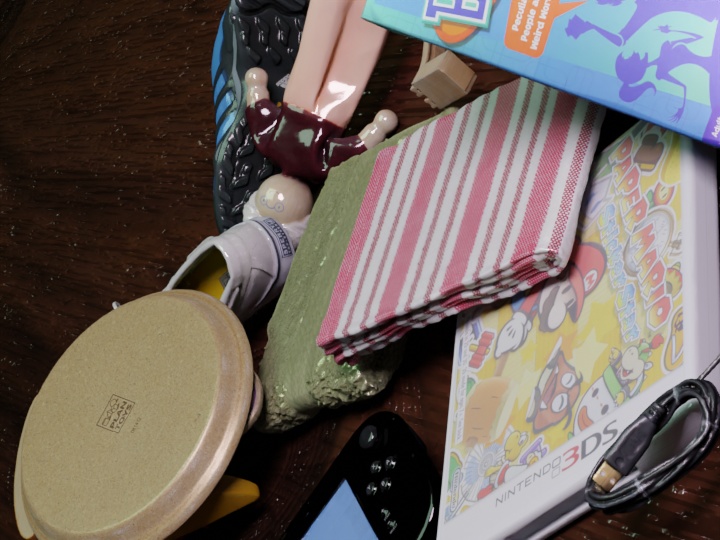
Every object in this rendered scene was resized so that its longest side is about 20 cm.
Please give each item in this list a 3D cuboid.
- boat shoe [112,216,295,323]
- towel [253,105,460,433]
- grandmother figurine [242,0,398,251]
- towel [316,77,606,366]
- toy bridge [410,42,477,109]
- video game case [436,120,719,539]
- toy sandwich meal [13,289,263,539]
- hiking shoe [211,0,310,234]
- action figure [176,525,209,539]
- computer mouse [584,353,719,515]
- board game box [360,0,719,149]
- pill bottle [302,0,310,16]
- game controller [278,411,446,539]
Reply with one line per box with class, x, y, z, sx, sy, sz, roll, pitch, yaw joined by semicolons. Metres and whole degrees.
boat shoe;-0.127;0.040;1.262;0.202;0.086;0.075;-43;72;41
towel;0.000;0.000;1.133;0.148;0.036;0.202;-25;40;54
grandmother figurine;-0.034;-0.107;1.259;0.121;0.060;0.202;24;100;37
towel;0.059;-0.034;0.994;0.199;0.030;0.147;-24;39;47
toy bridge;0.076;-0.185;1.175;0.067;0.027;0.201;-25;35;55
video game case;0.103;0.031;0.890;0.182;0.023;0.201;-40;30;41
toy sandwich meal;-0.136;0.107;1.159;0.204;0.070;0.207;-21;50;27
hiking shoe;-0.073;-0.111;1.343;0.087;0.074;0.203;178;99;-74
action figure;-0.131;0.167;1.202;0.065;0.051;0.202;-42;33;50
computer mouse;0.151;0.014;0.755;0.201;0.034;0.059;-54;29;-4
board game box;0.114;-0.158;0.871;0.199;0.045;0.154;22;97;27
pill bottle;-0.016;-0.244;1.353;0.199;0.113;0.115;-10;54;63
game controller;-0.022;0.172;0.969;0.201;0.042;0.104;-56;23;14
